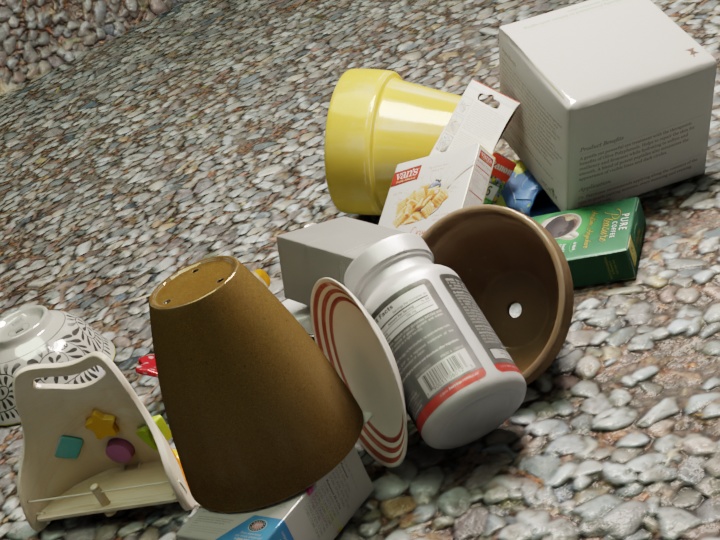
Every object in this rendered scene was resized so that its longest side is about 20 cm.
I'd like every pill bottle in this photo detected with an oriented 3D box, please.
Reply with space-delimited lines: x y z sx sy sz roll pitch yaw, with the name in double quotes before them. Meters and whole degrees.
"pill bottle" 0.070 0.067 1.381 0.116 0.116 0.200 -26 61 -8

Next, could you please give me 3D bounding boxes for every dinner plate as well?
"dinner plate" 0.004 0.099 1.379 0.024 0.201 0.200 -20 23 -19

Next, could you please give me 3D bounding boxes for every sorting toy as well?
"sorting toy" -0.285 0.172 1.487 0.199 0.181 0.107 -11 27 21

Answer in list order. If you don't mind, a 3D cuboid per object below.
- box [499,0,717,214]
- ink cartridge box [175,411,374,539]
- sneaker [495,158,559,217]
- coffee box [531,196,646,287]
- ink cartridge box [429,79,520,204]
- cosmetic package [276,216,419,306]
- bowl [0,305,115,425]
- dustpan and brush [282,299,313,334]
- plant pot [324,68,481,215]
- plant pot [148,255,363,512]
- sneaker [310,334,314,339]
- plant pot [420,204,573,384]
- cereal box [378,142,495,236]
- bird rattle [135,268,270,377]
"box" 0.295 -0.208 1.696 0.198 0.172 0.200 -18 44 -13
"ink cartridge box" -0.069 0.221 1.346 0.115 0.068 0.200 -1 33 40
"sneaker" 0.248 -0.122 1.789 0.200 0.076 0.105 -40 45 -25
"coffee box" 0.228 -0.022 1.618 0.199 0.044 0.123 -11 28 23
"ink cartridge box" 0.137 -0.130 1.749 0.109 0.050 0.200 38 102 50
"cosmetic package" 0.000 0.000 1.586 0.107 0.091 0.200 -17 17 -30
"bowl" -0.435 0.108 1.837 0.200 0.094 0.201 -17 25 8
"dustpan and brush" -0.098 0.084 1.674 0.200 0.057 0.139 -26 14 -23
"plant pot" 0.070 -0.170 1.889 0.188 0.201 0.201 6 34 18
"plant pot" -0.118 0.094 1.323 0.186 0.200 0.187 -19 25 9
"sneaker" -0.088 0.114 1.550 0.199 0.091 0.076 -26 27 -6
"plant pot" 0.144 0.036 1.463 0.200 0.202 0.093 -4 -10 34
"cereal box" 0.079 -0.051 1.679 0.144 0.039 0.201 -11 54 45
"bird rattle" -0.184 0.064 1.670 0.163 0.113 0.200 -29 17 25
